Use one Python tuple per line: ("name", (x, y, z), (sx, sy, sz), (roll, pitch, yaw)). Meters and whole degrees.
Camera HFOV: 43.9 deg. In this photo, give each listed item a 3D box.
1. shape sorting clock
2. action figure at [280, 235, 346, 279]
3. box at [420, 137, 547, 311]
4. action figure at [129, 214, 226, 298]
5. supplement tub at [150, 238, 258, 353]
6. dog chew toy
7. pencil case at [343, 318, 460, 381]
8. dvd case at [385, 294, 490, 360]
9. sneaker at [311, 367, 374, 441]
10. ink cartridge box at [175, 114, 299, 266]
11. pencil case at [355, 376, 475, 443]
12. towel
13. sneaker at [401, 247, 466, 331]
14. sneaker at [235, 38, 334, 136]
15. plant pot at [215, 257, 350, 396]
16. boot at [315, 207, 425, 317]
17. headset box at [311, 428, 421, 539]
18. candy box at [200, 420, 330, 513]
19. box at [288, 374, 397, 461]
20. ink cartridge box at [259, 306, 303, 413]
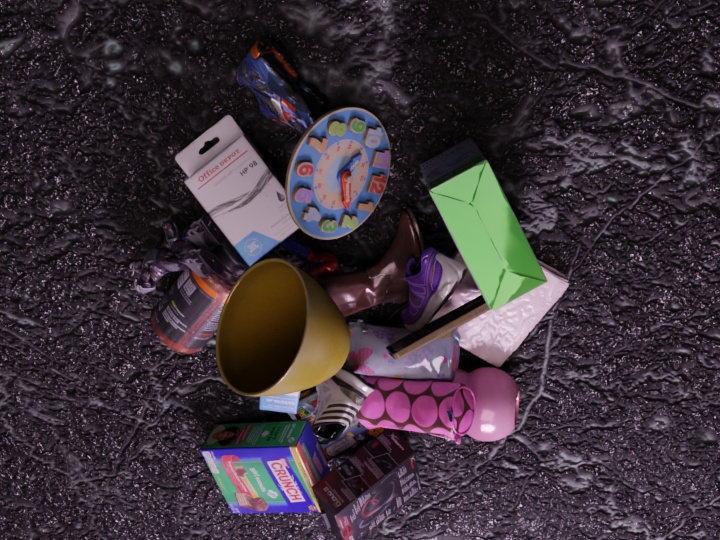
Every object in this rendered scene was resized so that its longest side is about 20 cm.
("shape sorting clock", (-0.028, -0.140, 1.313), (0.039, 0.199, 0.202), (27, 129, 38))
("action figure", (-0.113, -0.015, 1.437), (0.199, 0.065, 0.099), (31, 104, -13))
("box", (0.173, -0.071, 1.304), (0.096, 0.177, 0.201), (-27, 105, 9))
("action figure", (-0.295, -0.023, 1.391), (0.199, 0.131, 0.069), (-13, 144, 37))
("supplement tub", (-0.249, 0.036, 1.454), (0.107, 0.107, 0.200), (36, 116, -16))
("dog chew toy", (0.169, 0.221, 1.530), (0.198, 0.125, 0.126), (6, 121, 16))
("pencil case", (0.067, 0.132, 1.483), (0.198, 0.083, 0.092), (4, 90, 16))
("dvd case", (0.133, 0.081, 1.368), (0.199, 0.149, 0.016), (-29, 90, -3))
("sneaker", (-0.062, 0.212, 1.482), (0.075, 0.200, 0.116), (36, 79, -23))
("ink cartridge box", (-0.182, -0.122, 1.340), (0.115, 0.067, 0.201), (-37, 98, 3))
("pencil case", (0.084, 0.225, 1.465), (0.198, 0.090, 0.095), (1, 81, 35))
("towel", (0.211, 0.045, 1.472), (0.190, 0.032, 0.201), (30, 117, -12))
("sneaker", (0.100, 0.022, 1.379), (0.083, 0.081, 0.200), (39, 149, 8))
("sneaker", (-0.104, -0.244, 1.312), (0.078, 0.076, 0.200), (-25, 114, 35))
("plant pot", (-0.098, 0.097, 1.328), (0.200, 0.201, 0.141), (-43, 140, 24))
("boot", (0.000, 0.000, 1.402), (0.198, 0.064, 0.188), (-13, 128, -10))
("headset box", (0.007, 0.391, 1.578), (0.199, 0.075, 0.149), (-35, 143, -18))
("candy box", (-0.166, 0.361, 1.631), (0.198, 0.077, 0.170), (-8, 122, 21))
("box", (-0.014, 0.249, 1.599), (0.199, 0.040, 0.137), (-27, 114, 18))
("ink cartridge box", (-0.122, 0.122, 1.489), (0.067, 0.115, 0.202), (8, 120, -1))
